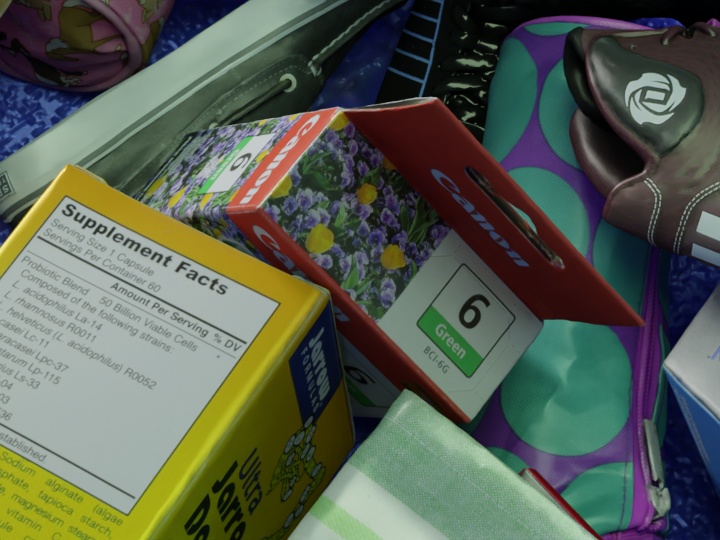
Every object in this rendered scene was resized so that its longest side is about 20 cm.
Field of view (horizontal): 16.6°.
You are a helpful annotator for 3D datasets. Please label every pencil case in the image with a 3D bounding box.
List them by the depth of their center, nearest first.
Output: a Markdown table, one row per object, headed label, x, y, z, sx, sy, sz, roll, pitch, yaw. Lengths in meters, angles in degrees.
| label | x | y | z | sx | sy | sz | roll | pitch | yaw |
| --- | --- | --- | --- | --- | --- | --- | --- | --- | --- |
| pencil case | 0.083 | 0.008 | 0.905 | 0.092 | 0.085 | 0.201 | 1 | 81 | 35 |
| pencil case | -0.096 | -0.172 | 0.998 | 0.086 | 0.083 | 0.201 | 37 | 59 | -30 |

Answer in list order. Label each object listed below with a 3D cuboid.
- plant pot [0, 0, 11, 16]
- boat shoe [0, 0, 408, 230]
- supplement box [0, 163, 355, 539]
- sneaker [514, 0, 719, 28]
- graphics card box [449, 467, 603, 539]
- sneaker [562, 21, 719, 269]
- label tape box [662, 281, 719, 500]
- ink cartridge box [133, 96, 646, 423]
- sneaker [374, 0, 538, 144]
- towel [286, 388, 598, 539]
| label | x | y | z | sx | sy | sz | roll | pitch | yaw |
| --- | --- | --- | --- | --- | --- | --- | --- | --- | --- |
| plant pot | -0.192 | -0.158 | 0.935 | 0.199 | 0.027 | 0.201 | -8 | 76 | 35 |
| boat shoe | -0.054 | -0.063 | 0.965 | 0.200 | 0.069 | 0.057 | -34 | 92 | -19 |
| supplement box | -0.102 | 0.085 | 0.823 | 0.109 | 0.110 | 0.200 | 27 | 64 | 20 |
| sneaker | 0.140 | -0.136 | 0.971 | 0.200 | 0.076 | 0.091 | 9 | 74 | -44 |
| graphics card box | 0.027 | 0.177 | 0.804 | 0.200 | 0.051 | 0.126 | -42 | 77 | -6 |
| sneaker | 0.133 | -0.084 | 0.854 | 0.115 | 0.076 | 0.200 | 15 | 53 | 11 |
| label tape box | 0.167 | 0.060 | 0.881 | 0.063 | 0.144 | 0.200 | 16 | 58 | 38 |
| ink cartridge box | 0.000 | 0.000 | 0.845 | 0.109 | 0.200 | 0.050 | 46 | 71 | -18 |
| sneaker | 0.046 | -0.089 | 0.977 | 0.070 | 0.078 | 0.201 | 13 | 63 | -1 |
| towel | 0.012 | 0.159 | 0.772 | 0.152 | 0.023 | 0.200 | 36 | 80 | 13 |
